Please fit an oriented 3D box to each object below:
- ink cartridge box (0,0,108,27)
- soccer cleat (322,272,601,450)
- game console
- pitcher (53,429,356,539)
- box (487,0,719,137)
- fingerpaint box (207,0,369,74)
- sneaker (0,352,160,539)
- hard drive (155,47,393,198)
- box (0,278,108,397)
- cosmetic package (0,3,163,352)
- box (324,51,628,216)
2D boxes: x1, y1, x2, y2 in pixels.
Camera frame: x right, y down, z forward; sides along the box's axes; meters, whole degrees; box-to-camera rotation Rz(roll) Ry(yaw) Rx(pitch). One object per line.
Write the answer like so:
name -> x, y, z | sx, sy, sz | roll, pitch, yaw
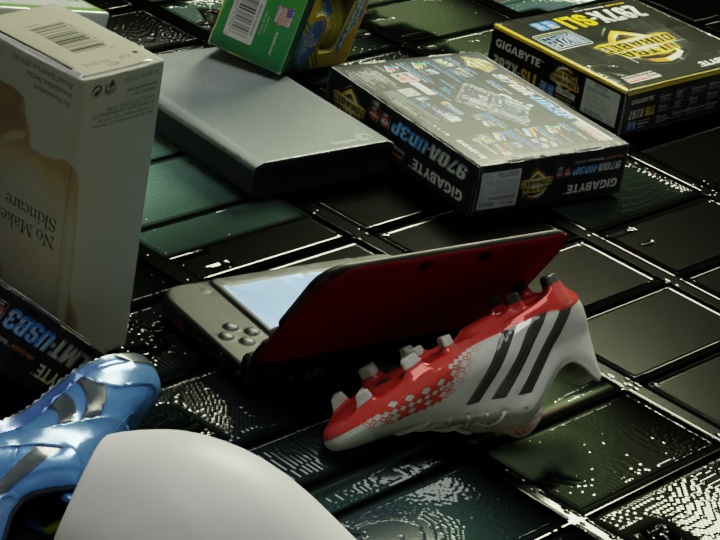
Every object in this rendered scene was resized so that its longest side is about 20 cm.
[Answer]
ink cartridge box -> -0.253, -0.124, 1.409 | 0.059, 0.104, 0.200 | 28, 19, 31
soccer cleat -> 0.067, 0.075, 1.405 | 0.200, 0.085, 0.069 | -29, 6, -30
game console -> 0.000, 0.000, 1.468 | 0.199, 0.119, 0.172 | -9, 32, -36
pitcher -> -0.059, 0.174, 1.114 | 0.199, 0.121, 0.172 | 24, 42, 1
box -> 0.234, -0.183, 2.017 | 0.200, 0.050, 0.159 | -15, 34, -43
fingerpaint box -> -0.032, -0.268, 1.866 | 0.073, 0.201, 0.167 | 25, 14, 13
sneaker -> -0.164, 0.109, 1.256 | 0.078, 0.066, 0.200 | 35, 33, 18
hard drive -> -0.090, -0.118, 1.770 | 0.139, 0.033, 0.200 | -12, 35, -40
box -> -0.260, -0.006, 1.306 | 0.200, 0.050, 0.198 | 31, -6, 31
cosmetic package -> -0.191, -0.051, 1.402 | 0.105, 0.201, 0.071 | 27, 31, 33
box -> 0.090, -0.113, 1.817 | 0.159, 0.046, 0.200 | -10, 33, -37
